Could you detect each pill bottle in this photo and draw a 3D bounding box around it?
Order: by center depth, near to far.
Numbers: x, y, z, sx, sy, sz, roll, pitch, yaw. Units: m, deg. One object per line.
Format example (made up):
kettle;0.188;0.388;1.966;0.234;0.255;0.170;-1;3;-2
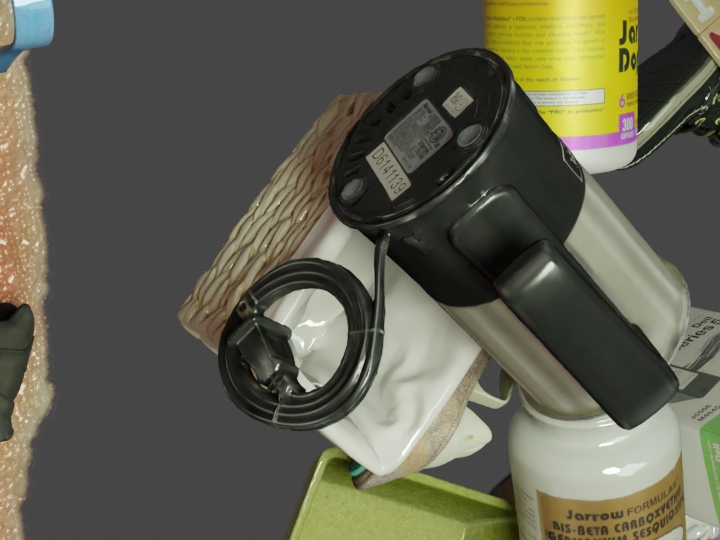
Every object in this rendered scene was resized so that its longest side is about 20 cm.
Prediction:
pill bottle;0.131;-0.169;0.903;0.104;0.104;0.201;-12;107;-32
pill bottle;0.157;0.133;0.913;0.114;0.114;0.201;-26;122;-28

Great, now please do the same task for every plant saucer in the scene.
plant saucer;0.005;0.229;0.935;0.200;0.048;0.201;23;87;-36

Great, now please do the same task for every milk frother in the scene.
milk frother;0.052;0.024;0.737;0.200;0.181;0.188;-31;125;23

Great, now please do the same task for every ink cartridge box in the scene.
ink cartridge box;0.259;0.104;0.993;0.145;0.200;0.084;-28;112;-27

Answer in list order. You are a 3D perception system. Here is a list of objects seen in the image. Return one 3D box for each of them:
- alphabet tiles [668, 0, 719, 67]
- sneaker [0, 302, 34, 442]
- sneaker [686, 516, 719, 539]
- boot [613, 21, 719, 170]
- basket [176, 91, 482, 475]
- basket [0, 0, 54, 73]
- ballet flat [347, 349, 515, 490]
alphabet tiles;0.292;-0.212;1.003;0.166;0.006;0.200;-40;92;-30
sneaker;-0.256;0.021;0.705;0.200;0.076;0.091;31;72;-42
sneaker;0.258;0.218;1.097;0.200;0.080;0.089;24;105;-44
boot;0.272;-0.104;1.029;0.204;0.073;0.154;-45;116;-23
basket;0.000;0.000;0.837;0.136;0.123;0.200;43;74;-33
basket;-0.184;-0.196;0.636;0.139;0.176;0.201;-10;97;-24
ballet flat;0.064;0.079;0.897;0.067;0.068;0.200;40;55;-9
